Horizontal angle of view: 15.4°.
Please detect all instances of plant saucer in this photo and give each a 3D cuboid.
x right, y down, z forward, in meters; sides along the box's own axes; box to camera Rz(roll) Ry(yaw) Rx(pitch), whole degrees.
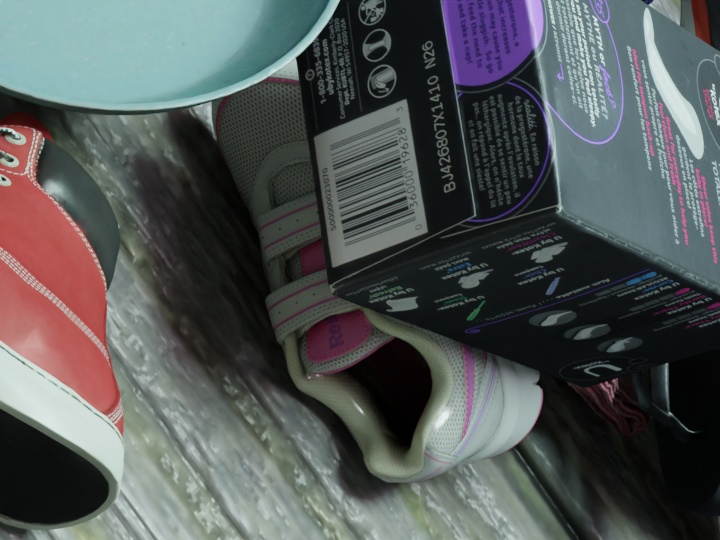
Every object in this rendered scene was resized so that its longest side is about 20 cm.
[{"bbox_3d":[-0.104,-0.130,1.011,0.199,0.036,0.200,8,53,-11],"label":"plant saucer"}]

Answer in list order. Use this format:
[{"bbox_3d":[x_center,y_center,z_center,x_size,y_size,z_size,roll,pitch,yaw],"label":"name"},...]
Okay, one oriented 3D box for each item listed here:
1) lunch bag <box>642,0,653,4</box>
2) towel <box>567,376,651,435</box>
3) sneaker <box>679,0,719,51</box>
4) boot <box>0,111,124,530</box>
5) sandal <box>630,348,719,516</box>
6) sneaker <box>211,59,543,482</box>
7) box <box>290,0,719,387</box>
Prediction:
[{"bbox_3d":[0.055,-0.219,1.254,0.200,0.124,0.170,26,5,18],"label":"lunch bag"},{"bbox_3d":[0.087,-0.026,1.251,0.144,0.023,0.200,41,28,-71],"label":"towel"},{"bbox_3d":[0.190,-0.145,1.237,0.077,0.082,0.200,-60,150,-43],"label":"sneaker"},{"bbox_3d":[-0.152,-0.019,0.890,0.200,0.072,0.145,43,33,-42],"label":"boot"},{"bbox_3d":[0.138,0.016,1.206,0.043,0.076,0.201,2,68,-21],"label":"sandal"},{"bbox_3d":[0.000,0.000,1.086,0.200,0.081,0.088,57,29,-4],"label":"sneaker"},{"bbox_3d":[0.075,-0.039,1.058,0.200,0.106,0.123,22,55,-53],"label":"box"}]
